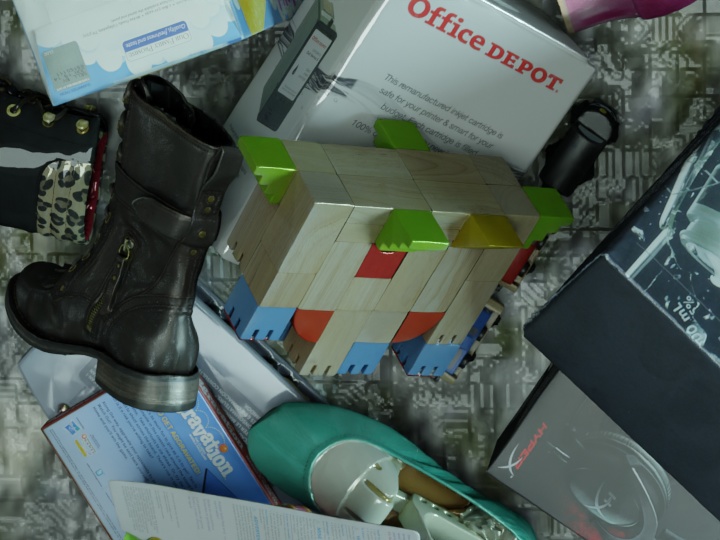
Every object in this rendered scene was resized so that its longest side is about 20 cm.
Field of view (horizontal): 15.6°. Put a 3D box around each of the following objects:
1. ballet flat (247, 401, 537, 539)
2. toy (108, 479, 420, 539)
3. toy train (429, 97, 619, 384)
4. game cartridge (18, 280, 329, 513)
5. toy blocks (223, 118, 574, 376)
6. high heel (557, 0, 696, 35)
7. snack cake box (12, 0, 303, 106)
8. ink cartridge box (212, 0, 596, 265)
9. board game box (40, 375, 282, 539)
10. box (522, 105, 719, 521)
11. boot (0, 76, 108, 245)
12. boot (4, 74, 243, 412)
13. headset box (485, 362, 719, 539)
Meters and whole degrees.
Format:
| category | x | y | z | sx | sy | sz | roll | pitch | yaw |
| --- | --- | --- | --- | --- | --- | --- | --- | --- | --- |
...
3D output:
| category | x | y | z | sx | sy | sz | roll | pitch | yaw |
| --- | --- | --- | --- | --- | --- | --- | --- | --- | --- |
| ballet flat | 0.026 | 0.140 | 1.571 | 0.200 | 0.070 | 0.068 | 28 | 100 | -14 |
| toy | -0.046 | 0.173 | 1.558 | 0.199 | 0.047 | 0.116 | 6 | 126 | 21 |
| toy train | 0.093 | -0.014 | 1.561 | 0.034 | 0.046 | 0.200 | 32 | 106 | 0 |
| game cartridge | -0.107 | 0.089 | 1.622 | 0.200 | 0.040 | 0.133 | 44 | 102 | -3 |
| toy blocks | 0.000 | 0.000 | 1.449 | 0.199 | 0.100 | 0.137 | 3 | 132 | -35 |
| high heel | 0.135 | -0.237 | 1.492 | 0.096 | 0.067 | 0.201 | -17 | 98 | 7 |
| snack cake box | -0.108 | -0.151 | 1.478 | 0.115 | 0.200 | 0.067 | -19 | 97 | 12 |
| ink cartridge box | 0.015 | -0.081 | 1.508 | 0.145 | 0.084 | 0.200 | 25 | 107 | -31 |
| board game box | -0.100 | 0.154 | 1.609 | 0.103 | 0.019 | 0.200 | -29 | 97 | 16 |
| box | 0.234 | 0.020 | 1.450 | 0.200 | 0.124 | 0.197 | 43 | 62 | 2 |
| boot | -0.224 | -0.115 | 1.573 | 0.153 | 0.074 | 0.204 | 10 | 111 | 4 |
| boot | -0.130 | -0.027 | 1.501 | 0.069 | 0.200 | 0.175 | -2 | 110 | -37 |
| headset box | 0.198 | 0.108 | 1.558 | 0.200 | 0.077 | 0.149 | 35 | 106 | 1 |
